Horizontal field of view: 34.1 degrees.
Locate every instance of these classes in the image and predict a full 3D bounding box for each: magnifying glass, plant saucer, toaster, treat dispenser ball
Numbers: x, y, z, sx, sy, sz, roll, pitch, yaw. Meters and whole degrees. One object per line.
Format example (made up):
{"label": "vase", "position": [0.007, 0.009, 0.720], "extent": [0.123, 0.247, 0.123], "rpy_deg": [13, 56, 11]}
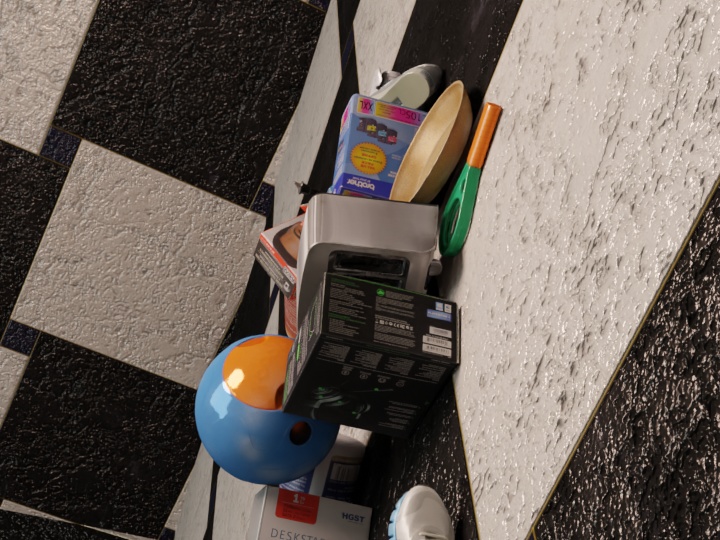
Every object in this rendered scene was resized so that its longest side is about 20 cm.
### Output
{"label": "magnifying glass", "position": [0.137, -0.112, 1.477], "extent": [0.080, 0.022, 0.202], "rpy_deg": [-107, 31, -69]}
{"label": "plant saucer", "position": [0.101, -0.158, 1.587], "extent": [0.201, 0.035, 0.201], "rpy_deg": [-59, 13, 22]}
{"label": "toaster", "position": [0.000, 0.000, 1.517], "extent": [0.119, 0.198, 0.182], "rpy_deg": [-90, 9, -53]}
{"label": "treat dispenser ball", "position": [-0.124, 0.188, 1.588], "extent": [0.201, 0.199, 0.203], "rpy_deg": [-166, 90, -79]}

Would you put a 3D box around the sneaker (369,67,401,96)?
{"label": "sneaker", "position": [0.045, -0.275, 1.965], "extent": [0.200, 0.074, 0.116], "rpy_deg": [-110, 33, -77]}

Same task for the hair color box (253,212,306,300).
{"label": "hair color box", "position": [-0.059, -0.041, 1.855], "extent": [0.102, 0.199, 0.061], "rpy_deg": [49, 143, 18]}

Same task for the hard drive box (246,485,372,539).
{"label": "hard drive box", "position": [-0.079, 0.406, 1.569], "extent": [0.077, 0.154, 0.202], "rpy_deg": [129, 152, -64]}

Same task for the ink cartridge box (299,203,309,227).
{"label": "ink cartridge box", "position": [-0.023, -0.046, 1.672], "extent": [0.050, 0.109, 0.199], "rpy_deg": [-51, 22, -19]}

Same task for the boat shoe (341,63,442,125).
{"label": "boat shoe", "position": [0.054, -0.259, 1.835], "extent": [0.200, 0.070, 0.071], "rpy_deg": [-30, 6, 43]}

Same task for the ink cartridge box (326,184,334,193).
{"label": "ink cartridge box", "position": [0.015, -0.122, 1.830], "extent": [0.200, 0.068, 0.116], "rpy_deg": [-45, -12, -40]}

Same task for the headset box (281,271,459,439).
{"label": "headset box", "position": [0.008, 0.113, 1.447], "extent": [0.201, 0.172, 0.093], "rpy_deg": [115, 164, -49]}

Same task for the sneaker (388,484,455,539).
{"label": "sneaker", "position": [0.078, 0.305, 1.173], "extent": [0.087, 0.074, 0.202], "rpy_deg": [129, 145, -50]}

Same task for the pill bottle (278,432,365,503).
{"label": "pill bottle", "position": [-0.068, 0.337, 1.706], "extent": [0.111, 0.110, 0.202], "rpy_deg": [-155, 79, -78]}

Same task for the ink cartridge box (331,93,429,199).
{"label": "ink cartridge box", "position": [0.033, -0.144, 1.716], "extent": [0.076, 0.135, 0.202], "rpy_deg": [120, 160, -60]}

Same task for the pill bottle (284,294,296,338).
{"label": "pill bottle", "position": [-0.073, 0.035, 1.973], "extent": [0.201, 0.111, 0.113], "rpy_deg": [93, -179, -49]}
